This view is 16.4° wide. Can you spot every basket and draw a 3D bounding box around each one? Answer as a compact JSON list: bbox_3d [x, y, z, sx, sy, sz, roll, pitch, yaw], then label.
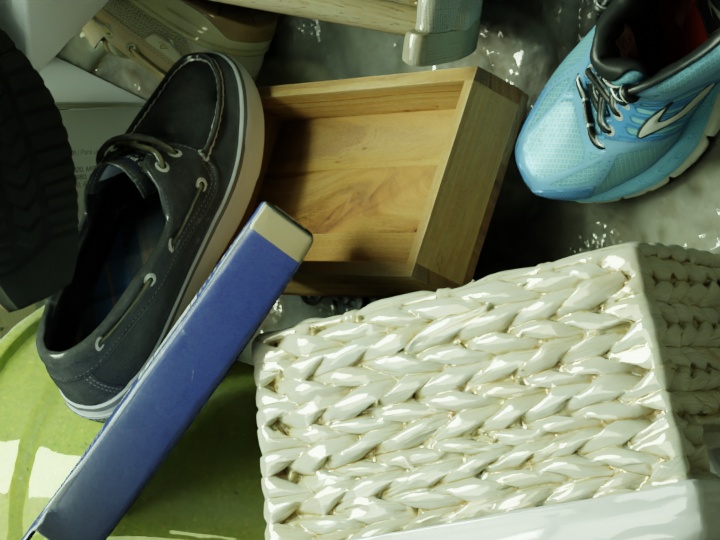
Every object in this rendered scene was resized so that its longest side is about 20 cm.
[{"bbox_3d":[0.064,0.068,1.046,0.199,0.135,0.124,-15,81,25],"label":"basket"}]

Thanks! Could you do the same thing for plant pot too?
[{"bbox_3d":[-0.073,0.119,1.219,0.184,0.200,0.201,5,99,36],"label":"plant pot"}]

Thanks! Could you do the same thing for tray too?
[{"bbox_3d":[-0.007,-0.038,1.173,0.200,0.037,0.099,0,70,56],"label":"tray"}]

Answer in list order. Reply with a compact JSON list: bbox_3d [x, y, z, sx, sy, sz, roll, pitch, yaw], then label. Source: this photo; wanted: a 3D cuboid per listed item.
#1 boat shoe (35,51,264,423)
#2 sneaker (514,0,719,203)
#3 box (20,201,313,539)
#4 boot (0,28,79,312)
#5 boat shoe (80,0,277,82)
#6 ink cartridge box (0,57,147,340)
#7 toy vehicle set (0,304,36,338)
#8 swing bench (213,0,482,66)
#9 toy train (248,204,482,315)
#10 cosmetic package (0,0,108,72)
[{"bbox_3d":[-0.105,-0.028,1.182,0.070,0.066,0.201,8,64,30],"label":"boat shoe"},{"bbox_3d":[0.117,-0.093,1.035,0.200,0.090,0.079,-46,62,46],"label":"sneaker"},{"bbox_3d":[-0.088,0.059,1.087,0.032,0.121,0.200,37,91,-2],"label":"box"},{"bbox_3d":[-0.217,-0.070,1.153,0.138,0.077,0.201,-15,96,40],"label":"boot"},{"bbox_3d":[-0.125,-0.143,1.311,0.200,0.072,0.065,34,118,33],"label":"boat shoe"},{"bbox_3d":[-0.201,-0.020,1.398,0.144,0.084,0.201,27,115,43],"label":"ink cartridge box"},{"bbox_3d":[-0.247,-0.029,1.365,0.200,0.026,0.125,2,96,48],"label":"toy vehicle set"},{"bbox_3d":[-0.014,-0.215,1.129,0.199,0.130,0.200,16,108,23],"label":"swing bench"},{"bbox_3d":[0.000,0.000,1.222,0.200,0.034,0.046,18,96,46],"label":"toy train"},{"bbox_3d":[-0.166,-0.233,1.191,0.122,0.200,0.200,15,127,19],"label":"cosmetic package"}]
